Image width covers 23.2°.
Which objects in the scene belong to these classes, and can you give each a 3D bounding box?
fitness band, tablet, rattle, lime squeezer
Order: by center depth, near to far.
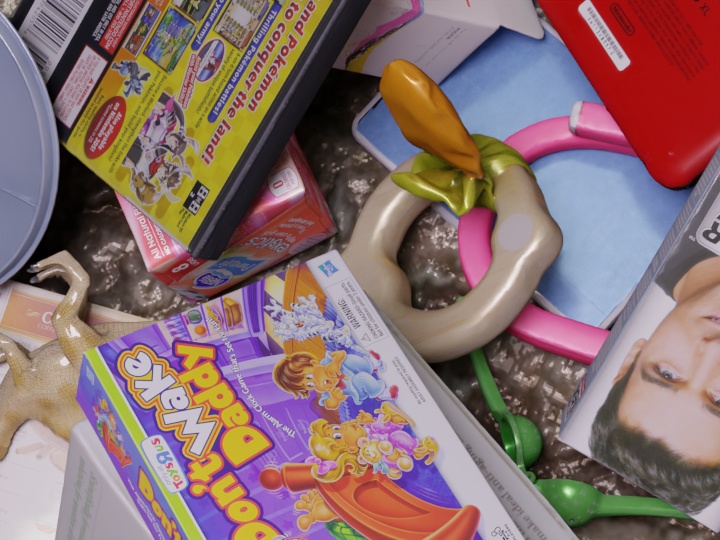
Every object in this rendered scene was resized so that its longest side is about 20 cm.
[{"bbox_3d":[0.000,0.000,0.949,0.199,0.143,0.131,-35,69,17],"label":"rattle"},{"bbox_3d":[0.110,0.097,0.984,0.200,0.038,0.071,39,86,17],"label":"lime squeezer"},{"bbox_3d":[0.153,-0.015,0.991,0.199,0.037,0.145,16,80,14],"label":"fitness band"},{"bbox_3d":[0.105,-0.067,1.038,0.200,0.014,0.130,43,86,16],"label":"tablet"}]

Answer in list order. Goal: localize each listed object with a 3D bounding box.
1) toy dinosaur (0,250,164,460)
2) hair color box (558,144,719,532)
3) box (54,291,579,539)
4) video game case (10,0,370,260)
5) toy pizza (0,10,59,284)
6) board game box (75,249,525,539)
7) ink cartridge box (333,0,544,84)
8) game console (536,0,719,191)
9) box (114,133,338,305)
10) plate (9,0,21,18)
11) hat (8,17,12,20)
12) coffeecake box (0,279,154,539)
[{"bbox_3d":[-0.153,0.042,0.971,0.199,0.058,0.102,-27,88,10],"label":"toy dinosaur"},{"bbox_3d":[0.195,0.023,0.917,0.099,0.061,0.201,29,103,2],"label":"hair color box"},{"bbox_3d":[-0.032,0.154,0.886,0.171,0.199,0.200,-32,70,-30],"label":"box"},{"bbox_3d":[-0.092,-0.138,0.922,0.180,0.025,0.201,39,105,25],"label":"video game case"},{"bbox_3d":[-0.248,-0.080,0.973,0.199,0.032,0.202,8,112,21],"label":"toy pizza"},{"bbox_3d":[-0.020,0.102,0.773,0.134,0.045,0.201,-23,66,-26],"label":"board game box"},{"bbox_3d":[0.004,-0.177,1.014,0.067,0.199,0.117,-40,56,41],"label":"ink cartridge box"},{"bbox_3d":[0.212,-0.159,1.009,0.172,0.118,0.201,-40,61,21],"label":"game console"},{"bbox_3d":[-0.104,-0.096,1.008,0.102,0.095,0.201,-26,74,5],"label":"box"},{"bbox_3d":[-0.121,-0.157,1.092,0.199,0.032,0.201,30,83,16],"label":"plate"},{"bbox_3d":[-0.297,-0.120,1.015,0.199,0.176,0.167,2,64,37],"label":"hat"},{"bbox_3d":[-0.207,0.111,1.019,0.152,0.073,0.201,15,79,13],"label":"coffeecake box"}]
